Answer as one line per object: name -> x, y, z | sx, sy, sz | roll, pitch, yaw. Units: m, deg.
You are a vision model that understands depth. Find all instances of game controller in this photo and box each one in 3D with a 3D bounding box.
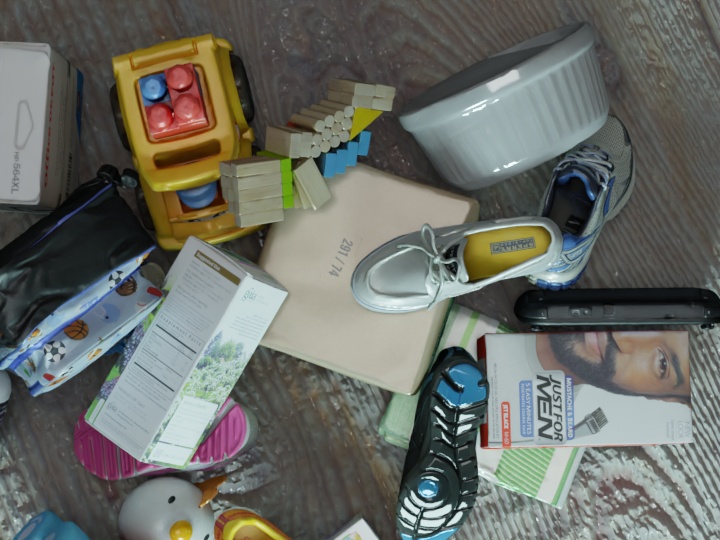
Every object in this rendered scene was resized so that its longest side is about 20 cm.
game controller -> 0.249, 0.037, 1.688 | 0.198, 0.104, 0.042 | 0, 88, 0

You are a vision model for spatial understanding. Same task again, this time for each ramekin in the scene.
ramekin -> 0.144, -0.152, 1.653 | 0.201, 0.202, 0.095 | -27, 100, -1

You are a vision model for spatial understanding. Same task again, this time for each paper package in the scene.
paper package -> 0.000, 0.000, 1.680 | 0.189, 0.103, 0.201 | 19, 87, 7

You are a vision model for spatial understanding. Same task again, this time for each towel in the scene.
towel -> 0.134, 0.132, 1.728 | 0.199, 0.023, 0.153 | 23, 88, 2

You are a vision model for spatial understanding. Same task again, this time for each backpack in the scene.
backpack -> -0.281, 0.019, 1.567 | 0.200, 0.190, 0.155 | -33, 99, -29

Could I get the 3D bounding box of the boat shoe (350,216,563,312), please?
boat shoe -> 0.084, -0.007, 1.577 | 0.201, 0.086, 0.075 | -10, 85, 8

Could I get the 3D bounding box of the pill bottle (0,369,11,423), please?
pill bottle -> -0.402, 0.147, 1.665 | 0.112, 0.112, 0.201 | 20, 100, 0

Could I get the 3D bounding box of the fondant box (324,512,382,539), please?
fondant box -> 0.004, 0.361, 1.704 | 0.144, 0.058, 0.200 | -37, 90, -1

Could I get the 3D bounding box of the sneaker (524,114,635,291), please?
sneaker -> 0.217, -0.078, 1.671 | 0.077, 0.085, 0.201 | 17, 60, 13

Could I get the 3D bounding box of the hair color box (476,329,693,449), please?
hair color box -> 0.216, 0.115, 1.685 | 0.198, 0.064, 0.112 | -1, 84, -5

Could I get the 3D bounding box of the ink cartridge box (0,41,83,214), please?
ink cartridge box -> -0.319, -0.130, 1.644 | 0.084, 0.200, 0.147 | 4, 88, 1

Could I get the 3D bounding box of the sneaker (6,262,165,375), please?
sneaker -> -0.273, 0.045, 1.713 | 0.199, 0.087, 0.075 | -15, 133, 14

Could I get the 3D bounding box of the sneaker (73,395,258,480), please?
sneaker -> -0.185, 0.165, 1.698 | 0.199, 0.088, 0.082 | -3, 79, 23

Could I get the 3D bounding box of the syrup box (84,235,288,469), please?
syrup box -> -0.160, 0.077, 1.610 | 0.081, 0.079, 0.201 | 31, 93, 28

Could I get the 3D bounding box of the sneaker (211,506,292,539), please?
sneaker -> -0.055, 0.295, 1.634 | 0.199, 0.077, 0.073 | 32, 87, -14

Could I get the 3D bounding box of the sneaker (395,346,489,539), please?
sneaker -> 0.081, 0.170, 1.684 | 0.073, 0.082, 0.201 | 13, 106, -8

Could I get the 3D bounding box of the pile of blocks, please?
pile of blocks -> -0.053, -0.111, 1.620 | 0.200, 0.062, 0.082 | -37, 120, -21

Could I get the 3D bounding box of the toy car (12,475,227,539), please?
toy car -> -0.197, 0.264, 1.659 | 0.184, 0.177, 0.200 | 47, 73, -14

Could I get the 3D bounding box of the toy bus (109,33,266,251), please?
toy bus -> -0.163, -0.125, 1.650 | 0.135, 0.192, 0.201 | -13, 90, -2
